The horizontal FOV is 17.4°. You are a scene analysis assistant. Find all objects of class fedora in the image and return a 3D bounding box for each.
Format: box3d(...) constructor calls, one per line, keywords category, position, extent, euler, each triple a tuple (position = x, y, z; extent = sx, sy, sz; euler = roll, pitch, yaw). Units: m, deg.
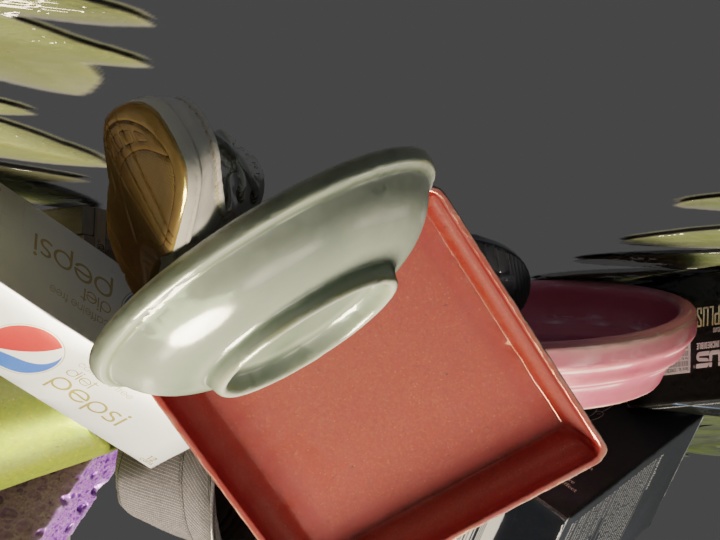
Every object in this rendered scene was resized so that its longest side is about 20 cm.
box3d(category="fedora", position=(-0.106, 0.112, 1.567), extent=(0.090, 0.200, 0.177), euler=(8, 137, 16))

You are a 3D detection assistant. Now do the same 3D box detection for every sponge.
box3d(category="sponge", position=(-0.208, 0.113, 1.652), extent=(0.111, 0.200, 0.030), euler=(26, 167, 45))

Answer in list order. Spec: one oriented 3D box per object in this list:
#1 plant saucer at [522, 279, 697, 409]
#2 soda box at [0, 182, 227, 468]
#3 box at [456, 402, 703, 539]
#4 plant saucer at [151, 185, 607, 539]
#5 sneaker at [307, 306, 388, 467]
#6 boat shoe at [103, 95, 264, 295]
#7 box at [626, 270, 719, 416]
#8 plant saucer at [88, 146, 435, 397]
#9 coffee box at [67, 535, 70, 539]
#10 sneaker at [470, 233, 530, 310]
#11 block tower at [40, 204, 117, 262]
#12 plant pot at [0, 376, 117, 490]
box3d(category="plant saucer", position=(0.113, 0.048, 1.488), extent=(0.200, 0.051, 0.201), euler=(-3, -169, 1))
box3d(category="soda box", position=(-0.162, 0.031, 1.321), extent=(0.064, 0.068, 0.200), euler=(-28, 133, 30))
box3d(category="box", position=(0.109, 0.129, 1.576), extent=(0.148, 0.107, 0.200), euler=(34, -146, 21))
box3d(category="plant saucer", position=(0.006, 0.068, 1.321), extent=(0.200, 0.200, 0.037), euler=(-29, -157, 12))
box3d(category="sneaker", position=(-0.009, 0.066, 1.369), extent=(0.200, 0.104, 0.060), euler=(53, -178, -28))
box3d(category="boat shoe", position=(-0.080, -0.042, 1.128), extent=(0.069, 0.071, 0.200), euler=(-22, 169, -14))
box3d(category="box", position=(0.295, 0.049, 1.527), extent=(0.163, 0.086, 0.200), euler=(7, 170, -31))
box3d(category="plant saucer", position=(-0.038, 0.015, 1.170), extent=(0.200, 0.050, 0.200), euler=(-31, 168, -7))
box3d(category="coffee box", position=(-0.329, 0.120, 1.794), extent=(0.199, 0.201, 0.198), euler=(5, 172, -18))
box3d(category="sneaker", position=(0.000, 0.000, 1.422), extent=(0.199, 0.070, 0.082), euler=(0, -161, -8))
box3d(category="block tower", position=(-0.131, 0.002, 1.444), extent=(0.058, 0.054, 0.200), euler=(-4, 170, 35))
box3d(category="plant pot", position=(-0.254, 0.072, 1.578), extent=(0.184, 0.201, 0.200), euler=(-12, 168, 16))
